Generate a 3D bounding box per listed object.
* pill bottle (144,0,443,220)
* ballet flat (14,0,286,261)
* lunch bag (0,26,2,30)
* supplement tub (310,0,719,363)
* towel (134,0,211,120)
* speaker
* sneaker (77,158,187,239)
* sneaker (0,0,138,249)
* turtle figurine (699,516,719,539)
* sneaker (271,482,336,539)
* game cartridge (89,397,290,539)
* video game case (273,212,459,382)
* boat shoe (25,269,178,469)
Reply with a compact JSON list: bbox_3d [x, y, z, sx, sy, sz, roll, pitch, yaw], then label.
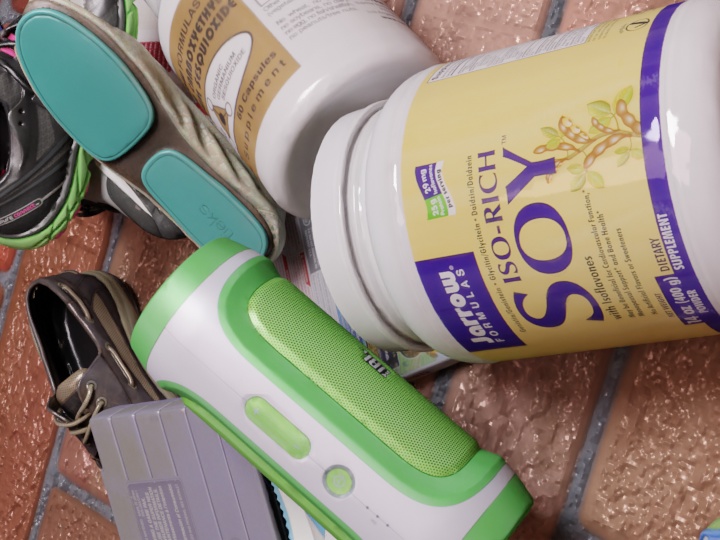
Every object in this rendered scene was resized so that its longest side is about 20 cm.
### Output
[{"bbox_3d":[-0.048,-0.130,0.765,0.115,0.114,0.200,-54,53,21],"label":"pill bottle"},{"bbox_3d":[-0.117,-0.080,0.782,0.067,0.062,0.200,-32,110,26],"label":"ballet flat"},{"bbox_3d":[-0.354,-0.160,1.006,0.200,0.170,0.128,49,114,31],"label":"lunch bag"},{"bbox_3d":[0.092,-0.034,0.630,0.199,0.145,0.146,-10,78,33],"label":"supplement tub"},{"bbox_3d":[-0.106,-0.150,0.898,0.144,0.023,0.201,6,88,40],"label":"towel"},{"bbox_3d":[-0.015,0.074,0.665,0.200,0.088,0.089,40,111,9],"label":"speaker"},{"bbox_3d":[-0.160,-0.064,0.878,0.200,0.074,0.080,38,117,44],"label":"sneaker"},{"bbox_3d":[-0.189,-0.113,0.799,0.077,0.084,0.201,8,83,45],"label":"sneaker"},{"bbox_3d":[0.130,0.212,0.581,0.144,0.199,0.195,135,124,-67],"label":"turtle figurine"},{"bbox_3d":[0.001,0.121,0.739,0.080,0.076,0.201,-14,86,22],"label":"sneaker"},{"bbox_3d":[-0.082,0.170,0.792,0.129,0.038,0.201,-9,98,42],"label":"game cartridge"},{"bbox_3d":[0.000,0.000,0.793,0.200,0.018,0.144,-25,68,35],"label":"video game case"},{"bbox_3d":[-0.168,0.086,0.883,0.075,0.073,0.200,-46,59,26],"label":"boat shoe"}]
